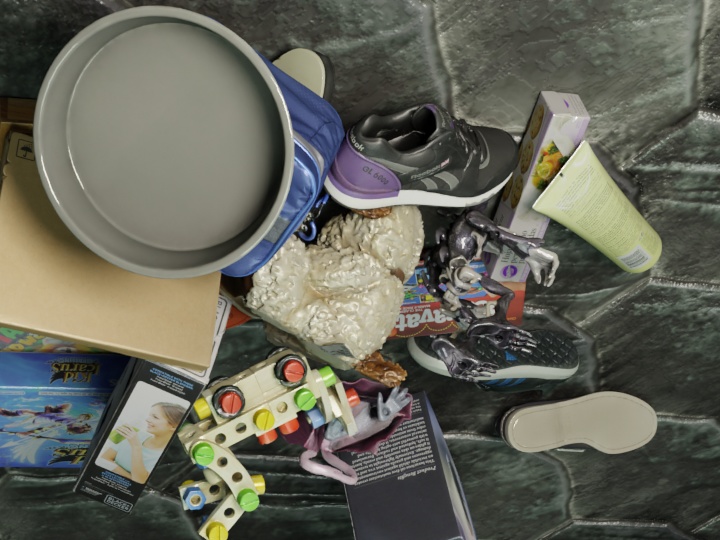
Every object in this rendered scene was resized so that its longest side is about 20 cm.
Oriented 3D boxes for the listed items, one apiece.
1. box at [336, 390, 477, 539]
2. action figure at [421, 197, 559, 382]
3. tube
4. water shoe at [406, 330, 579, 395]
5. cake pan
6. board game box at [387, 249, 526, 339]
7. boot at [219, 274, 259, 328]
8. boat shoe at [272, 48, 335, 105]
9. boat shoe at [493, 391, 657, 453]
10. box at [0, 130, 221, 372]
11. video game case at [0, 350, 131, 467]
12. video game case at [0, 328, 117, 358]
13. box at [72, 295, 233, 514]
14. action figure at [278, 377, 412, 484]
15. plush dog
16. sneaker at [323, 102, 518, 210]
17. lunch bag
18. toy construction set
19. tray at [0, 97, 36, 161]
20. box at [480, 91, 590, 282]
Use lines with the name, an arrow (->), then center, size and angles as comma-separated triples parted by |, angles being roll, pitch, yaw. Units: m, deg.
box -> 0.061, 0.282, 1.557 | 0.123, 0.199, 0.200 | -17, 139, 5
action figure -> 0.113, 0.012, 1.266 | 0.102, 0.200, 0.119 | 27, 128, -22
tube -> 0.230, -0.055, 1.317 | 0.052, 0.058, 0.200 | -9, 156, 31
water shoe -> 0.137, 0.105, 1.479 | 0.199, 0.072, 0.079 | 7, 139, -19
cake pan -> -0.142, -0.094, 1.015 | 0.200, 0.037, 0.201 | 3, 105, 12
board game box -> 0.070, 0.023, 1.402 | 0.199, 0.019, 0.103 | -6, 131, -7
boot -> -0.176, 0.003, 1.292 | 0.107, 0.075, 0.200 | -24, 138, 20
boat shoe -> -0.067, -0.108, 1.204 | 0.063, 0.074, 0.202 | -17, 141, -46
boat shoe -> 0.250, 0.177, 1.611 | 0.199, 0.073, 0.063 | -1, 180, -20
box -> -0.210, -0.014, 1.146 | 0.200, 0.164, 0.021 | 15, 158, -27
video game case -> -0.309, 0.146, 1.408 | 0.199, 0.046, 0.181 | 3, 147, -17
video game case -> -0.323, 0.049, 1.305 | 0.143, 0.018, 0.200 | -20, 147, 20
box -> -0.190, 0.115, 1.260 | 0.060, 0.117, 0.200 | 25, 129, -11
action figure -> -0.033, 0.162, 1.441 | 0.134, 0.149, 0.200 | 27, 157, -25
plush dog -> 0.000, 0.000, 1.255 | 0.160, 0.172, 0.200 | 24, 167, 15
sneaker -> 0.069, -0.104, 1.194 | 0.200, 0.076, 0.088 | -12, 152, -33
lunch bag -> -0.114, -0.091, 1.101 | 0.200, 0.132, 0.136 | 34, 122, -6
toy construction set -> -0.082, 0.146, 1.250 | 0.200, 0.092, 0.131 | -31, 108, -27
tray -> -0.274, -0.062, 1.220 | 0.098, 0.037, 0.200 | 3, 137, -16
box -> 0.162, -0.076, 1.298 | 0.039, 0.041, 0.200 | 3, 131, -16
